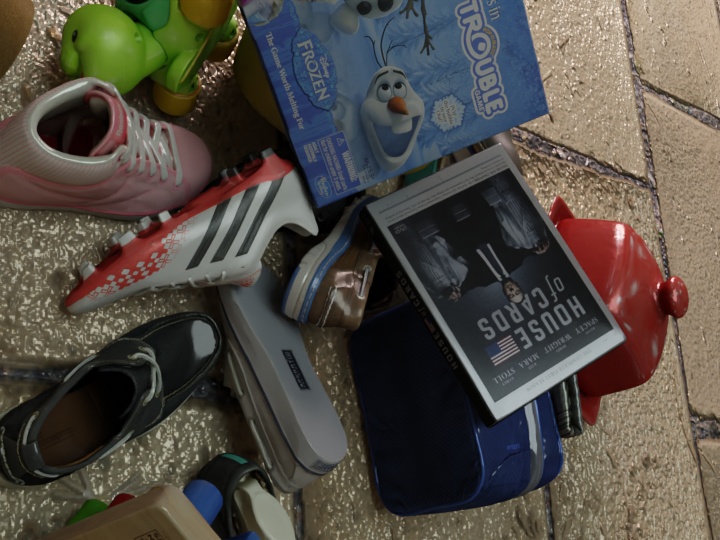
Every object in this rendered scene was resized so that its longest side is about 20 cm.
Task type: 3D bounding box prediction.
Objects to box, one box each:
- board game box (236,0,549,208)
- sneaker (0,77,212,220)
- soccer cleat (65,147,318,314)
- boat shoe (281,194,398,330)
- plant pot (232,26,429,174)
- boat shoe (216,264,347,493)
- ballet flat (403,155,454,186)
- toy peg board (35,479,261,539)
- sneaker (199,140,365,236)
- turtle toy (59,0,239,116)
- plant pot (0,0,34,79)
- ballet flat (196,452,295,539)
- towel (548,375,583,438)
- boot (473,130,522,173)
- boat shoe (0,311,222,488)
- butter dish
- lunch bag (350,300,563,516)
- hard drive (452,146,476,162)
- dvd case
[{"bbox_3d":[0.023,-0.175,0.693,0.197,0.043,0.202,-23,116,-5],"label":"board game box"},{"bbox_3d":[-0.172,-0.087,0.686,0.199,0.104,0.076,-6,77,-46],"label":"sneaker"},{"bbox_3d":[-0.120,-0.013,0.697,0.199,0.068,0.086,-35,105,-20],"label":"soccer cleat"},{"bbox_3d":[0.000,0.000,0.803,0.072,0.073,0.200,26,32,7],"label":"boat shoe"},{"bbox_3d":[0.015,-0.216,0.796,0.199,0.190,0.202,21,31,-13],"label":"plant pot"},{"bbox_3d":[-0.077,0.077,0.741,0.072,0.066,0.201,6,50,-56],"label":"boat shoe"},{"bbox_3d":[0.062,-0.044,0.926,0.069,0.069,0.201,42,47,-25],"label":"ballet flat"},{"bbox_3d":[-0.108,0.213,0.585,0.201,0.198,0.098,55,31,-14],"label":"toy peg board"},{"bbox_3d":[-0.057,-0.065,0.812,0.199,0.075,0.092,-34,105,-43],"label":"sneaker"},{"bbox_3d":[-0.153,-0.200,0.734,0.100,0.146,0.201,30,52,-6],"label":"turtle toy"},{"bbox_3d":[-0.303,-0.190,0.561,0.200,0.185,0.188,38,51,-43],"label":"plant pot"},{"bbox_3d":[-0.066,0.231,0.695,0.068,0.068,0.202,-25,93,-44],"label":"ballet flat"},{"bbox_3d":[0.154,0.061,0.902,0.034,0.193,0.203,-8,82,-6],"label":"towel"},{"bbox_3d":[0.139,-0.179,0.926,0.075,0.096,0.202,32,33,-56],"label":"boot"},{"bbox_3d":[-0.163,0.085,0.659,0.199,0.067,0.072,-33,97,-46],"label":"boat shoe"},{"bbox_3d":[0.282,0.037,1.025,0.200,0.147,0.201,52,44,-34],"label":"butter dish"},{"bbox_3d":[0.087,0.107,0.839,0.131,0.135,0.202,1,73,-43],"label":"lunch bag"},{"bbox_3d":[0.091,-0.170,0.984,0.201,0.025,0.132,57,18,-12],"label":"hard drive"},{"bbox_3d":[0.109,0.006,0.774,0.149,0.025,0.201,-26,77,-26],"label":"dvd case"}]
